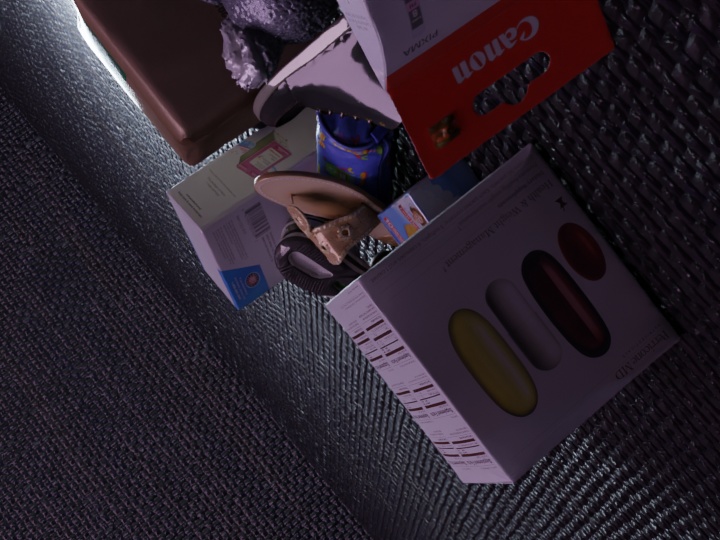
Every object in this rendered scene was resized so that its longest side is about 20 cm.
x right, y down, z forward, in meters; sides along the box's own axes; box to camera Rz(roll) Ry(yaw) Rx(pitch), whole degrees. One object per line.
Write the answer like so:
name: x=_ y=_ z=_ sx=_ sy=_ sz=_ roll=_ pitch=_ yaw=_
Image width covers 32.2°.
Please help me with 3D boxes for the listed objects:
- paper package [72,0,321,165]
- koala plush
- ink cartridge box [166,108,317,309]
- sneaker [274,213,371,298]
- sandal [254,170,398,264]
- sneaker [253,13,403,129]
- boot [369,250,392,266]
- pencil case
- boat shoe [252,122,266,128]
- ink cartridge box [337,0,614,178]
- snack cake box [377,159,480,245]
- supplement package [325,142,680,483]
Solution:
paper package: x=-0.154 y=-0.235 z=1.218 sx=0.200 sy=0.190 sz=0.104 roll=52 pitch=165 yaw=8
koala plush: x=-0.089 y=-0.262 z=1.036 sx=0.200 sy=0.177 sz=0.184 roll=47 pitch=176 yaw=19
ink cartridge box: x=-0.095 y=-0.075 z=1.391 sx=0.085 sy=0.200 sz=0.145 roll=45 pitch=164 yaw=38
sneaker: x=0.000 y=0.000 z=1.347 sx=0.200 sy=0.076 sz=0.116 roll=38 pitch=-151 yaw=-17
sandal: x=-0.009 y=-0.037 z=1.250 sx=0.211 sy=0.070 sz=0.078 roll=16 pitch=153 yaw=-30
sneaker: x=-0.016 y=-0.154 z=1.112 sx=0.106 sy=0.075 sz=0.200 roll=52 pitch=141 yaw=-4
boot: x=0.106 y=0.053 z=1.343 sx=0.186 sy=0.064 sz=0.200 roll=47 pitch=169 yaw=-15
pencil case: x=-0.004 y=-0.112 z=1.262 sx=0.087 sy=0.078 sz=0.200 roll=33 pitch=160 yaw=13
boat shoe: x=-0.136 y=-0.202 z=1.408 sx=0.200 sy=0.074 sz=0.063 roll=-135 pitch=53 yaw=-66
ink cartridge box: x=0.072 y=-0.173 z=0.737 sx=0.201 sy=0.162 sz=0.057 roll=60 pitch=168 yaw=-25
snack cake box: x=0.113 y=-0.002 z=1.188 sx=0.200 sy=0.067 sz=0.115 roll=53 pitch=166 yaw=-2
supplement package: x=0.114 y=0.042 z=1.041 sx=0.200 sy=0.191 sz=0.147 roll=52 pitch=166 yaw=0
